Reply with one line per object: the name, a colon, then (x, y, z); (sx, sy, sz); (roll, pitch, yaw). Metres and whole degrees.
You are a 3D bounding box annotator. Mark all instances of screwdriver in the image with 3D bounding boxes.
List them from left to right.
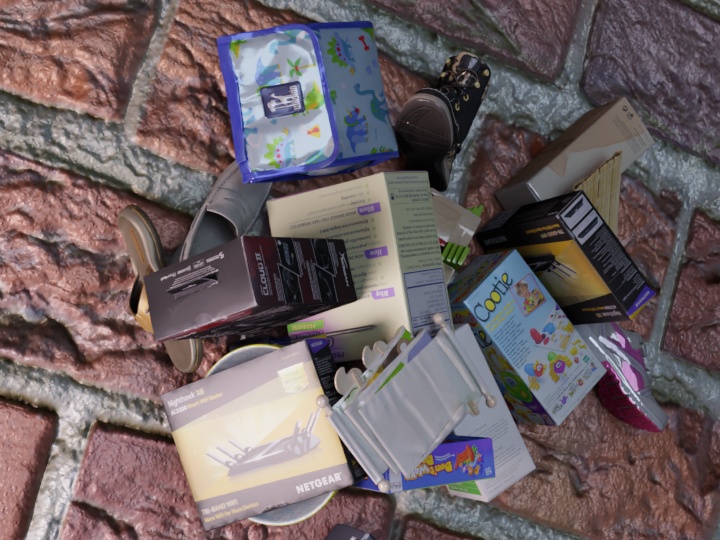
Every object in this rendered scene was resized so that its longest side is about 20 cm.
screwdriver: (-0.065, 0.082, 1.312); (0.029, 0.198, 0.028); (62, 33, -35)

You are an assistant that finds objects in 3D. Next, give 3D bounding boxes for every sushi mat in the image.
sushi mat: (0.306, -0.056, 1.498); (0.095, 0.012, 0.202); (-34, 138, -25)

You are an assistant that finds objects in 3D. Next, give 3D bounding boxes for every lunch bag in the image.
lunch bag: (-0.068, -0.195, 1.342); (0.198, 0.127, 0.172); (-11, 88, -36)

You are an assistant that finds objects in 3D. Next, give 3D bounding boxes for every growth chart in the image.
growth chart: (0.051, 0.133, 1.216); (0.199, 0.018, 0.146); (-34, 101, -32)

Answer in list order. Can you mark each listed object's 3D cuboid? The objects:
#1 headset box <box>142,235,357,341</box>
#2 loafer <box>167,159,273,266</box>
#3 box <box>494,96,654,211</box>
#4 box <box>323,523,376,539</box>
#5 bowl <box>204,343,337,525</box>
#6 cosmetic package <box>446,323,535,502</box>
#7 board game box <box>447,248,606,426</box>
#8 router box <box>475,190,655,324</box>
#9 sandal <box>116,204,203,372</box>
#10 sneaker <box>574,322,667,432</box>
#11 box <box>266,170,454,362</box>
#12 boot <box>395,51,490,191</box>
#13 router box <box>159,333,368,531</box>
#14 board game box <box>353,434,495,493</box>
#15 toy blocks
headset box: (-0.122, 0.020, 1.232); (0.199, 0.148, 0.078); (1, 73, -55)
loafer: (-0.155, -0.058, 1.337); (0.070, 0.070, 0.201); (34, 73, -17)
box: (0.283, -0.135, 1.521); (0.200, 0.095, 0.078); (-41, 100, -22)
box: (0.010, 0.420, 1.345); (0.200, 0.104, 0.148); (48, 70, -12)
bowl: (-0.082, 0.178, 1.314); (0.107, 0.198, 0.203); (-11, 89, -65)
cosmetic package: (0.121, 0.172, 1.415); (0.084, 0.107, 0.202); (-29, 95, -22)
board game box: (0.197, 0.086, 1.457); (0.105, 0.103, 0.201); (-42, 102, -20)
router box: (0.250, -0.009, 1.428); (0.052, 0.200, 0.158); (-42, 101, -20)
sandal: (-0.236, 0.025, 1.289); (0.054, 0.080, 0.202); (-23, 88, -34)
sneaker: (0.354, 0.128, 1.532); (0.088, 0.081, 0.201); (-41, 102, -19)
box: (0.000, 0.000, 1.330); (0.096, 0.174, 0.203); (-6, 86, -54)
boot: (0.106, -0.203, 1.411); (0.072, 0.200, 0.152); (19, 69, 16)
router box: (-0.103, 0.175, 1.236); (0.052, 0.198, 0.159); (-10, 78, -65)
board game box: (0.049, 0.219, 1.328); (0.133, 0.200, 0.045); (-3, 86, -23)
toy blocks: (0.053, -0.030, 1.422); (0.136, 0.100, 0.201); (30, 74, -6)
